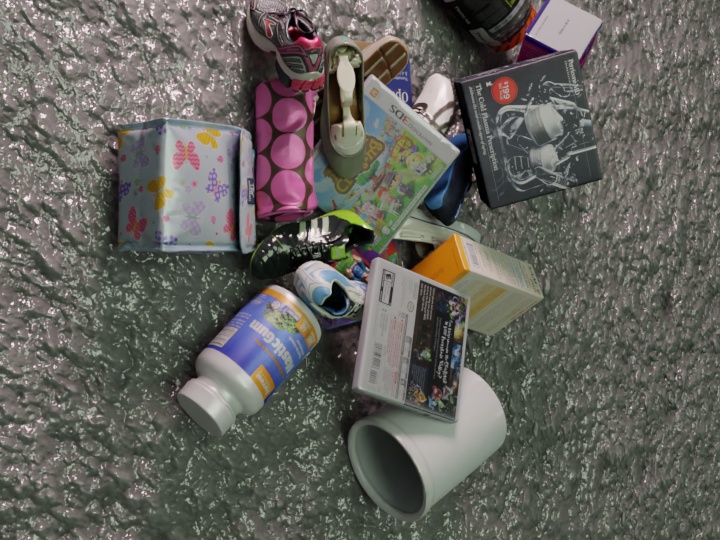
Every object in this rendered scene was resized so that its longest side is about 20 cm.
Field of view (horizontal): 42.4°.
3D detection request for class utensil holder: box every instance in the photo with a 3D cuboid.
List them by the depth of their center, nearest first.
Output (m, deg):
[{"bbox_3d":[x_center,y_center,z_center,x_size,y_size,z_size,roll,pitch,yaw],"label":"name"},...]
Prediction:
[{"bbox_3d":[0.105,0.261,1.439,0.199,0.169,0.172,-29,108,-37],"label":"utensil holder"}]

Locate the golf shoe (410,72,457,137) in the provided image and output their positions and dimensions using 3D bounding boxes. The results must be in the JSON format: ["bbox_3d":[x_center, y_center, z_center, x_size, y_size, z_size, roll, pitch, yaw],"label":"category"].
[{"bbox_3d":[0.086,-0.223,1.434,0.094,0.077,0.202,24,78,-37],"label":"golf shoe"}]

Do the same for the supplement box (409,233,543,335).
[{"bbox_3d":[0.184,0.026,1.508,0.199,0.126,0.074,19,44,-40],"label":"supplement box"}]

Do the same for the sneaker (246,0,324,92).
[{"bbox_3d":[-0.096,-0.329,1.273,0.080,0.201,0.075,-15,139,-24],"label":"sneaker"}]

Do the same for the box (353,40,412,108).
[{"bbox_3d":[0.030,-0.254,1.458,0.120,0.032,0.203,-7,95,-38],"label":"box"}]

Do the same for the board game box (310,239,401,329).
[{"bbox_3d":[0.000,0.000,1.430,0.198,0.039,0.160,-13,98,-38],"label":"board game box"}]

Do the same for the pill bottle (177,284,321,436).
[{"bbox_3d":[-0.154,0.125,1.267,0.200,0.111,0.113,-49,118,-27],"label":"pill bottle"}]

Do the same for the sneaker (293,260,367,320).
[{"bbox_3d":[-0.028,0.045,1.328,0.072,0.073,0.200,-40,151,13],"label":"sneaker"}]

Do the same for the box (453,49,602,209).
[{"bbox_3d":[0.257,-0.219,1.434,0.180,0.104,0.202,-15,102,2],"label":"box"}]

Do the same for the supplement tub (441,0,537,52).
[{"bbox_3d":[0.198,-0.464,1.530,0.200,0.122,0.123,41,67,-30],"label":"supplement tub"}]

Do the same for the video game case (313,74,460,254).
[{"bbox_3d":[0.022,-0.155,1.383,0.181,0.022,0.201,37,97,-20],"label":"video game case"}]

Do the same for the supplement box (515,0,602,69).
[{"bbox_3d":[0.320,-0.346,1.571,0.103,0.200,0.102,30,67,9],"label":"supplement box"}]

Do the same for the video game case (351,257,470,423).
[{"bbox_3d":[0.078,0.104,1.358,0.180,0.023,0.202,22,64,-28],"label":"video game case"}]

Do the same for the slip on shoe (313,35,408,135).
[{"bbox_3d":[-0.018,-0.277,1.380,0.200,0.061,0.076,-41,118,5],"label":"slip on shoe"}]

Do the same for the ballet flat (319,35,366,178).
[{"bbox_3d":[-0.024,-0.225,1.306,0.066,0.064,0.203,-6,107,-10],"label":"ballet flat"}]

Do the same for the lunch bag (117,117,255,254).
[{"bbox_3d":[-0.209,-0.106,1.216,0.199,0.126,0.172,1,90,-53],"label":"lunch bag"}]

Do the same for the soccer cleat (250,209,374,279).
[{"bbox_3d":[-0.066,-0.035,1.308,0.199,0.081,0.068,-26,130,-36],"label":"soccer cleat"}]

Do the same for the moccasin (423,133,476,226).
[{"bbox_3d":[0.144,-0.146,1.504,0.069,0.080,0.201,57,41,-28],"label":"moccasin"}]

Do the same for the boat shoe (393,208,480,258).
[{"bbox_3d":[0.113,-0.052,1.497,0.198,0.070,0.071,15,82,-39],"label":"boat shoe"}]

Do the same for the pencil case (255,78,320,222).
[{"bbox_3d":[-0.102,-0.168,1.304,0.092,0.091,0.203,0,86,-5],"label":"pencil case"}]
